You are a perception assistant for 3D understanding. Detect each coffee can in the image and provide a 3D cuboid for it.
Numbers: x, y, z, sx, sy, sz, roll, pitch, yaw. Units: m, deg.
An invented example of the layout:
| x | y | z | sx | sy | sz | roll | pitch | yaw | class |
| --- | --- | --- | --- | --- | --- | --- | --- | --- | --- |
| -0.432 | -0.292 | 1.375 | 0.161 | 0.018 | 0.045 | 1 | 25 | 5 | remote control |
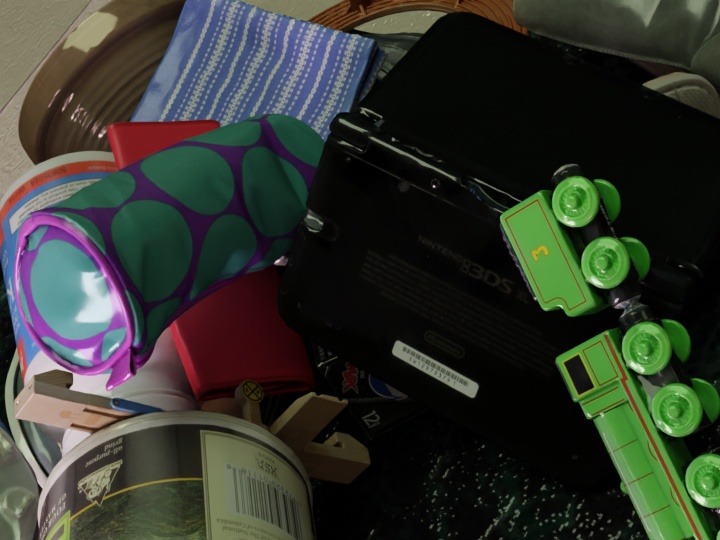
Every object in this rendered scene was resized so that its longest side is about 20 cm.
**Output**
| x | y | z | sx | sy | sz | roll | pitch | yaw | class |
| --- | --- | --- | --- | --- | --- | --- | --- | --- | --- |
| -0.082 | 0.188 | 0.610 | 0.145 | 0.147 | 0.201 | -30 | 37 | 13 | coffee can |

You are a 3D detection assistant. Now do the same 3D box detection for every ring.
| x | y | z | sx | sy | sz | roll | pitch | yaw | class |
| --- | --- | --- | --- | --- | --- | --- | --- | --- | --- |
| 0.014 | -0.141 | 0.870 | 0.198 | 0.019 | 0.202 | -13 | 40 | 11 | ring |

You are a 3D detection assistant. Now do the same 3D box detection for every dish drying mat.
| x | y | z | sx | sy | sz | roll | pitch | yaw | class |
| --- | --- | --- | --- | --- | --- | --- | --- | --- | --- |
| -0.090 | -0.011 | 0.766 | 0.201 | 0.076 | 0.018 | 66 | 148 | 33 | dish drying mat |

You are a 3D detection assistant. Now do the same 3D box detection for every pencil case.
| x | y | z | sx | sy | sz | roll | pitch | yaw | class |
| --- | --- | --- | --- | --- | --- | --- | --- | --- | --- |
| -0.086 | -0.018 | 0.681 | 0.085 | 0.093 | 0.199 | -33 | 0 | 39 | pencil case |

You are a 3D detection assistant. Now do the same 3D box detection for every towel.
| x | y | z | sx | sy | sz | roll | pitch | yaw | class |
| --- | --- | --- | --- | --- | --- | --- | --- | --- | --- |
| -0.081 | -0.105 | 0.850 | 0.199 | 0.024 | 0.146 | 26 | 88 | 45 | towel |

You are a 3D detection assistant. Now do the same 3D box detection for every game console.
| x | y | z | sx | sy | sz | roll | pitch | yaw | class |
| --- | --- | --- | --- | --- | --- | --- | --- | --- | --- |
| 0.082 | -0.018 | 0.682 | 0.198 | 0.116 | 0.178 | 27 | 111 | 21 | game console |

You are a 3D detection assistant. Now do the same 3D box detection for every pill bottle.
| x | y | z | sx | sy | sz | roll | pitch | yaw | class |
| --- | --- | --- | --- | --- | --- | --- | --- | --- | --- |
| -0.150 | 0.036 | 0.781 | 0.112 | 0.112 | 0.201 | -31 | 53 | 12 | pill bottle |

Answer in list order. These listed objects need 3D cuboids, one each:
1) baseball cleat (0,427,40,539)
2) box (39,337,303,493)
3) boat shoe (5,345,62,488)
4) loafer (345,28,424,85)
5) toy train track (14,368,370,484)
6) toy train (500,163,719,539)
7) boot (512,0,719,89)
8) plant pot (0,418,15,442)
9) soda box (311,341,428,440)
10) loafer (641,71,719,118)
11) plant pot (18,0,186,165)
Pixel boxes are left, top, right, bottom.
| x | y | z | sx | sy | sz | roll | pitch | yaw | class |
| --- | --- | --- | --- | --- | --- | --- | --- | --- | --- |
| -0.200 | 0.183 | 0.724 | 0.069 | 0.107 | 0.202 | -12 | 62 | -25 | baseball cleat |
| -0.137 | 0.102 | 0.852 | 0.198 | 0.021 | 0.165 | -10 | 46 | 36 | box |
| -0.184 | 0.068 | 0.848 | 0.061 | 0.073 | 0.201 | -31 | 37 | 10 | boat shoe |
| -0.015 | -0.138 | 0.946 | 0.199 | 0.069 | 0.070 | 11 | 42 | 43 | loafer |
| -0.083 | 0.077 | 0.684 | 0.115 | 0.198 | 0.033 | -46 | 42 | 35 | toy train track |
| 0.121 | 0.049 | 0.575 | 0.056 | 0.042 | 0.202 | -30 | 75 | 27 | toy train |
| 0.210 | -0.187 | 0.781 | 0.182 | 0.073 | 0.200 | -46 | 41 | -7 | boot |
| -0.343 | 0.156 | 0.817 | 0.200 | 0.198 | 0.182 | 32 | 110 | 52 | plant pot |
| 0.000 | 0.000 | 0.792 | 0.063 | 0.071 | 0.201 | -27 | 38 | 8 | soda box |
| 0.113 | -0.041 | 0.739 | 0.200 | 0.072 | 0.063 | -45 | 29 | 0 | loafer |
| -0.150 | -0.118 | 0.995 | 0.200 | 0.201 | 0.093 | -41 | 74 | -1 | plant pot |
